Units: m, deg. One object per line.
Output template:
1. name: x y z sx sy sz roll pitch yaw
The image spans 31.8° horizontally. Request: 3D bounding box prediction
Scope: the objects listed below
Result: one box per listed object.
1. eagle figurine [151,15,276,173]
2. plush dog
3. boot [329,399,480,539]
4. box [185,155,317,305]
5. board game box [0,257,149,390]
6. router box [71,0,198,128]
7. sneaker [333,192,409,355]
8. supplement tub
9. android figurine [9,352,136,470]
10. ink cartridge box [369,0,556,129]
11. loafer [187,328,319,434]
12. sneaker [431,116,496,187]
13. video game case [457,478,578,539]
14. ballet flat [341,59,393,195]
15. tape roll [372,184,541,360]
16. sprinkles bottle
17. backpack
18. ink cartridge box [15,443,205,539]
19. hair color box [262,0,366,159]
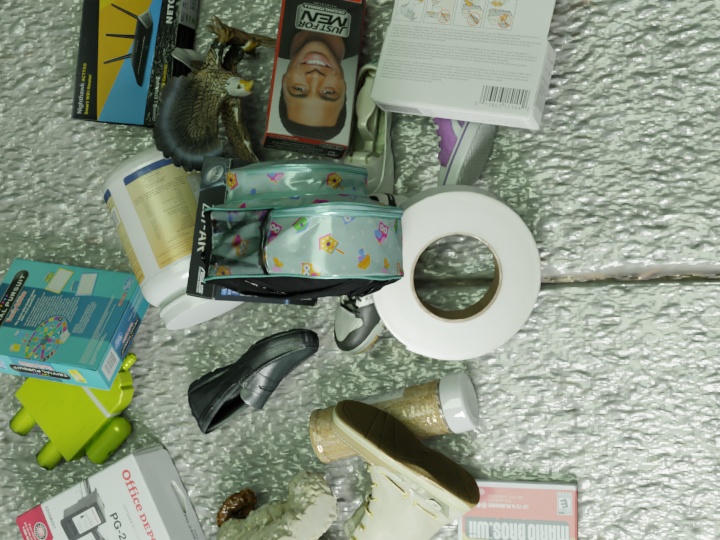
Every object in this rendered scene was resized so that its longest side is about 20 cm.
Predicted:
1. eagle figurine: -0.168 -0.199 1.534 0.150 0.151 0.202 8 87 -1
2. plush dog: -0.116 0.353 1.520 0.171 0.159 0.202 -18 83 55
3. boot: 0.018 0.253 1.470 0.199 0.072 0.155 35 121 -9
4. box: -0.116 -0.043 1.492 0.043 0.199 0.162 9 91 34
5. board game box: -0.386 0.066 1.628 0.198 0.047 0.152 7 54 20
6. router box: -0.291 -0.288 1.638 0.148 0.051 0.202 7 91 21
7. sneaker: 0.000 0.000 1.501 0.075 0.087 0.202 23 95 42
8. supplement tub: -0.220 -0.042 1.560 0.144 0.144 0.202 -27 81 17
9. android figurine: -0.375 0.163 1.666 0.182 0.041 0.200 45 104 15
10. ink cartridge box: 0.124 -0.261 1.437 0.198 0.045 0.178 11 82 25
11. loafer: -0.128 0.137 1.559 0.200 0.068 0.071 -32 61 23
12. sneaker: 0.102 -0.184 1.492 0.113 0.073 0.202 14 83 23
13. video game case: 0.183 0.347 1.475 0.142 0.017 0.202 -1 89 19
14. ballet flat: 0.007 -0.155 1.523 0.069 0.069 0.202 6 91 20
15. tape roll: 0.107 0.004 1.452 0.201 0.037 0.205 -1 106 -4
16. sprinkles bottle: 0.039 0.176 1.503 0.198 0.068 0.069 -16 84 19
17. backpack: -0.051 -0.042 1.366 0.198 0.175 0.155 9 93 33
18. ink cartridge box: -0.319 0.333 1.620 0.199 0.083 0.146 -30 79 17
19. hair color box: -0.054 -0.242 1.506 0.100 0.061 0.202 8 77 -9
